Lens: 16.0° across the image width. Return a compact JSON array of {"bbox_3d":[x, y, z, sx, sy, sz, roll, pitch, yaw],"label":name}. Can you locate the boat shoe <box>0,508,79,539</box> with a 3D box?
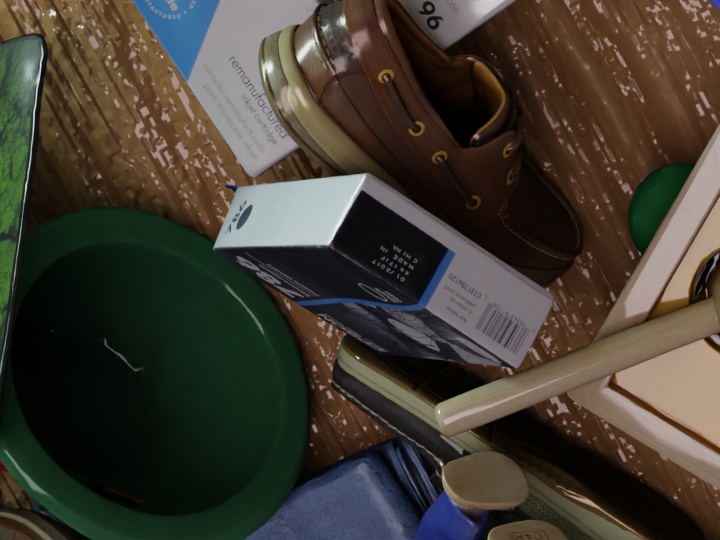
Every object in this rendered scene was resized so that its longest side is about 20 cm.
[{"bbox_3d":[-0.201,0.148,1.237,0.199,0.076,0.072,16,109,42],"label":"boat shoe"}]

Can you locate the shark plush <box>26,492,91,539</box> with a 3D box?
[{"bbox_3d":[-0.116,0.164,1.258,0.090,0.083,0.202,-15,86,1],"label":"shark plush"}]

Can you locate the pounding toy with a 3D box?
[{"bbox_3d":[0.170,0.022,1.098,0.199,0.142,0.185,31,112,5],"label":"pounding toy"}]

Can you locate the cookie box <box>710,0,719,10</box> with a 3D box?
[{"bbox_3d":[0.202,-0.176,1.033,0.200,0.075,0.172,47,115,24],"label":"cookie box"}]

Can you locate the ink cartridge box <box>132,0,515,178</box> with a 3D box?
[{"bbox_3d":[0.005,-0.146,1.138,0.199,0.068,0.116,-33,95,22],"label":"ink cartridge box"}]

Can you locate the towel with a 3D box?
[{"bbox_3d":[0.017,0.185,1.243,0.111,0.049,0.201,-25,98,22],"label":"towel"}]

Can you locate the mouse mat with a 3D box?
[{"bbox_3d":[-0.205,-0.004,1.188,0.160,0.008,0.202,-10,68,45],"label":"mouse mat"}]

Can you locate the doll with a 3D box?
[{"bbox_3d":[0.033,0.181,1.162,0.137,0.048,0.201,55,136,33],"label":"doll"}]

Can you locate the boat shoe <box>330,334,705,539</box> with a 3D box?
[{"bbox_3d":[0.065,0.102,1.191,0.199,0.073,0.065,33,107,5],"label":"boat shoe"}]

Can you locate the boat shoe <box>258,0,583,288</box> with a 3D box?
[{"bbox_3d":[0.042,-0.053,1.105,0.067,0.072,0.200,-31,136,24],"label":"boat shoe"}]

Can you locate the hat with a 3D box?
[{"bbox_3d":[-0.148,0.073,1.249,0.199,0.166,0.176,34,146,-14],"label":"hat"}]

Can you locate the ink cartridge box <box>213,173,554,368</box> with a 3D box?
[{"bbox_3d":[0.000,0.000,1.108,0.099,0.200,0.039,32,81,-16],"label":"ink cartridge box"}]
